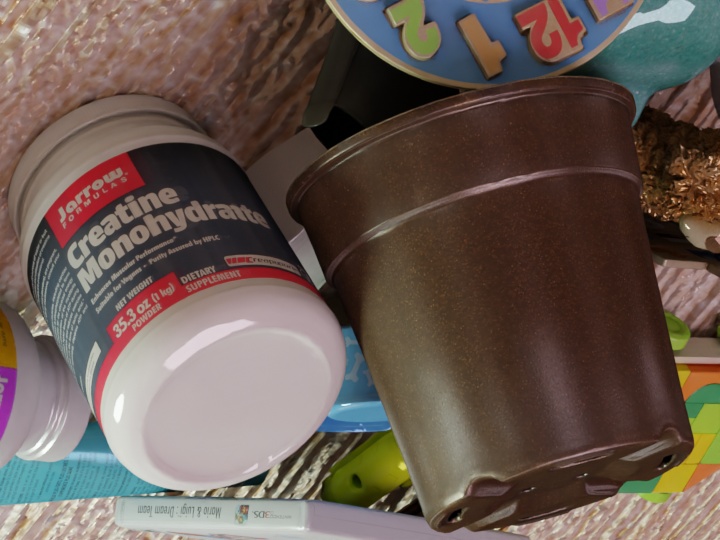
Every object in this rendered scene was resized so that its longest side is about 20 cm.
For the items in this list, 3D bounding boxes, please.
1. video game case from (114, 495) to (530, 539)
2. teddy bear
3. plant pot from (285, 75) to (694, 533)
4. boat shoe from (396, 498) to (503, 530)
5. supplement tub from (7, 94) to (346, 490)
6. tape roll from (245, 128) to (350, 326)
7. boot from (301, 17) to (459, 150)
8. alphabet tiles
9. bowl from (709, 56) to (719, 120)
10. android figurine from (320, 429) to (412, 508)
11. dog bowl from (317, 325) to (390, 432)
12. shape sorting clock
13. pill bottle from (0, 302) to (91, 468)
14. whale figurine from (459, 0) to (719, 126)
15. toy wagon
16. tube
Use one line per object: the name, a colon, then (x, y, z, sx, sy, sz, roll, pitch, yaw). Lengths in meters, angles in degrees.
video game case: (-0.024, 0.166, 1.744, 0.200, 0.182, 0.024, 14, 78, -43)
teddy bear: (0.182, -0.054, 1.648, 0.145, 0.200, 0.067, 37, 82, -46)
plant pot: (0.080, 0.026, 1.482, 0.200, 0.199, 0.200, -14, 164, -4)
boat shoe: (0.080, 0.148, 1.865, 0.200, 0.070, 0.070, -43, 175, 11)
supplement tub: (-0.105, 0.010, 1.518, 0.140, 0.200, 0.141, -18, 136, -18)
tape roll: (0.000, 0.000, 1.674, 0.202, 0.071, 0.203, -17, 136, -17)
boot: (0.040, -0.094, 1.554, 0.077, 0.139, 0.200, -8, 146, 43)
alphabet tiles: (0.210, -0.020, 1.697, 0.166, 0.200, 0.006, 5, 106, -35)
bowl: (0.258, -0.154, 1.632, 0.090, 0.201, 0.201, 21, 121, -6)
android figurine: (0.061, 0.097, 1.759, 0.182, 0.041, 0.200, -22, 169, -47)
dog bowl: (0.054, 0.060, 1.618, 0.199, 0.050, 0.111, -3, 168, -2)
shape sorting clock: (0.066, -0.194, 1.459, 0.199, 0.201, 0.039, -24, -179, -11)
pill bottle: (-0.252, 0.061, 1.548, 0.200, 0.104, 0.104, 11, 123, -39)
whale figurine: (0.135, -0.151, 1.530, 0.200, 0.104, 0.160, -24, 107, -37)
toy wagon: (0.230, 0.101, 1.938, 0.199, 0.040, 0.155, 3, 127, -34)
tube: (-0.156, 0.118, 1.709, 0.199, 0.050, 0.078, -4, 136, -25)
